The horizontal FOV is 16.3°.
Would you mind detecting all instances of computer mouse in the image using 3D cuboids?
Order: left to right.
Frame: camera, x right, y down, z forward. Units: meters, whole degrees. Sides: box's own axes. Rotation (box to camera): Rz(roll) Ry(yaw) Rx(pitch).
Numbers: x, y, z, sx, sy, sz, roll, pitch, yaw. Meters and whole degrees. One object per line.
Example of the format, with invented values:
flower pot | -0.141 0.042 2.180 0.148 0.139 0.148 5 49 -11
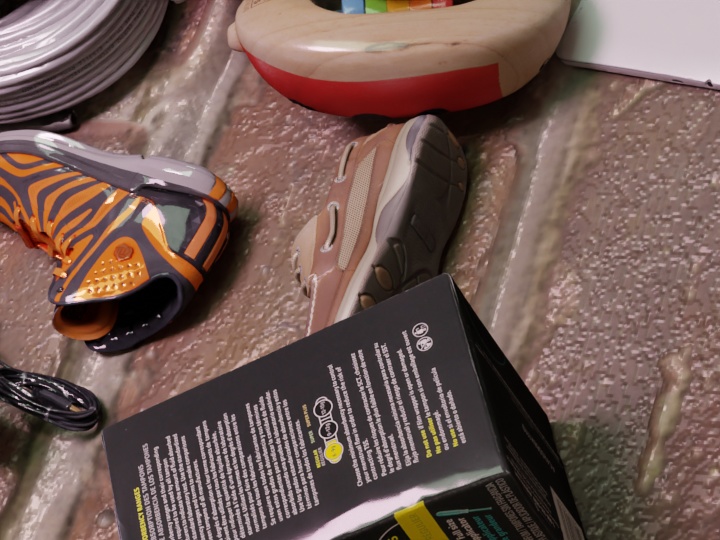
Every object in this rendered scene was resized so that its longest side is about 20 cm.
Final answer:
computer mouse | -0.231 0.053 1.513 0.200 0.059 0.034 32 120 35

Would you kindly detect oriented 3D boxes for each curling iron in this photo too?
curling iron | -0.275 -0.096 1.644 0.200 0.026 0.050 -1 60 27

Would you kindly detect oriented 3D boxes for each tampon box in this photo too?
tampon box | -0.004 0.125 1.265 0.200 0.150 0.126 -25 49 11

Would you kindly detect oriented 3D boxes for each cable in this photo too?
cable | -0.221 -0.179 1.635 0.200 0.069 0.200 -20 47 7

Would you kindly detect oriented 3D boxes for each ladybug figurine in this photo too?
ladybug figurine | 0.023 -0.135 1.458 0.200 0.072 0.136 -2 30 6

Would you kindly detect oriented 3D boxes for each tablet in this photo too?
tablet | 0.207 -0.194 1.465 0.130 0.014 0.200 13 66 34

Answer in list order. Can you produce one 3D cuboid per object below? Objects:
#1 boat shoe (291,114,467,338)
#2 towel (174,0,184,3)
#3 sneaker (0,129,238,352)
boat shoe | 0.000 0.000 1.407 0.072 0.076 0.200 -2 48 31
towel | -0.051 -0.250 1.525 0.200 0.048 0.171 -33 31 4
sneaker | -0.178 -0.017 1.504 0.200 0.078 0.112 7 61 31
